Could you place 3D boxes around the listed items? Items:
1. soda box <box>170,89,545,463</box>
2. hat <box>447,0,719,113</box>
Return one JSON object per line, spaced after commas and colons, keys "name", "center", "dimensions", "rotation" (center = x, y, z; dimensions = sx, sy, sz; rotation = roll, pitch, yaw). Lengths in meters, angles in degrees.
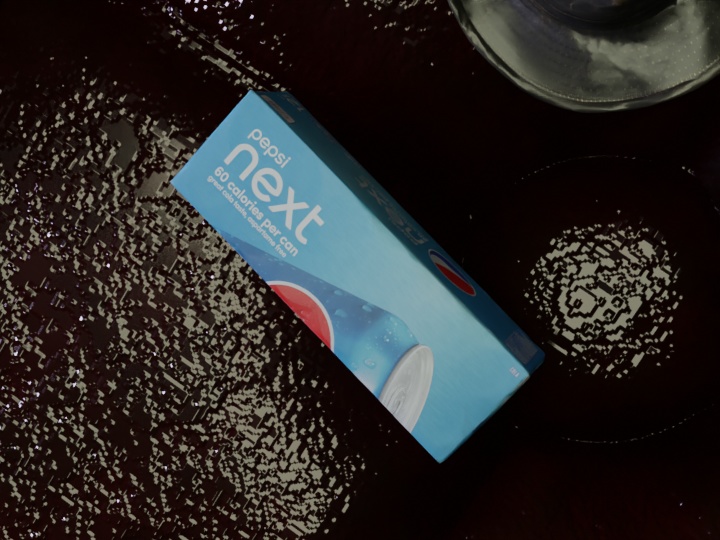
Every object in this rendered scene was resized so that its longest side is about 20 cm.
{"name": "soda box", "center": [0.000, 0.000, 0.813], "dimensions": [0.200, 0.064, 0.068], "rotation": [46, 104, 6]}
{"name": "hat", "center": [0.114, -0.177, 0.755], "dimensions": [0.199, 0.081, 0.202], "rotation": [1, 96, 13]}
